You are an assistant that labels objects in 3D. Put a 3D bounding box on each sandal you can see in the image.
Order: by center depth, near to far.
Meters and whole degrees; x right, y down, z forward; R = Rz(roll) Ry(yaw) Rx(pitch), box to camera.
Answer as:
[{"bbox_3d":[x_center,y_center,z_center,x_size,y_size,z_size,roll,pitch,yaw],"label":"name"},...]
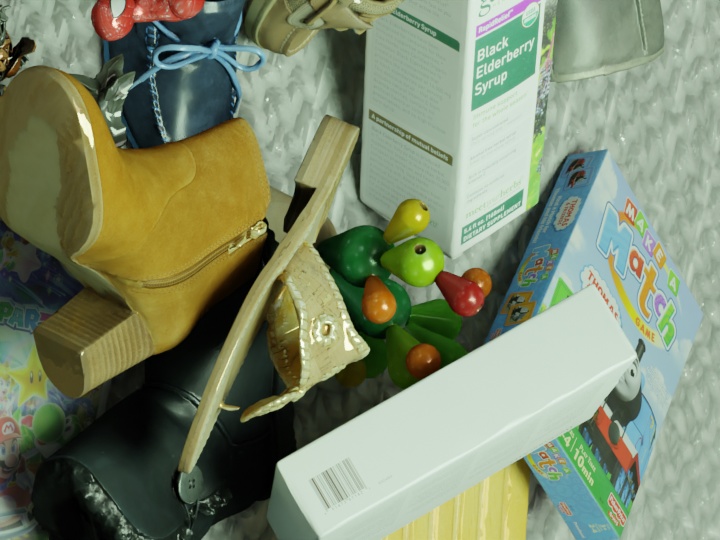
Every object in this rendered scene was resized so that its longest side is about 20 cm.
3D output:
[{"bbox_3d":[-0.023,0.019,1.315,0.069,0.078,0.213,22,64,1],"label":"sandal"}]

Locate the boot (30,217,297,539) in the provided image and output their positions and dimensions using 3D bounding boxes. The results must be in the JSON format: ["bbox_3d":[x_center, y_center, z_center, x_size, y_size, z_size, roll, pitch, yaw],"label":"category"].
[{"bbox_3d":[-0.106,0.069,1.349,0.168,0.076,0.202,-38,128,-50],"label":"boot"}]

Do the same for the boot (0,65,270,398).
[{"bbox_3d":[-0.106,-0.045,1.245,0.144,0.071,0.202,-40,144,-36],"label":"boot"}]

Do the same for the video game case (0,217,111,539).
[{"bbox_3d":[-0.194,0.069,1.331,0.143,0.018,0.202,17,81,-42],"label":"video game case"}]

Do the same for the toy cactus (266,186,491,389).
[{"bbox_3d":[0.000,0.000,1.428,0.165,0.200,0.103,36,80,2],"label":"toy cactus"}]

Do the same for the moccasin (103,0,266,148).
[{"bbox_3d":[-0.099,-0.142,1.369,0.080,0.068,0.202,-21,107,-40],"label":"moccasin"}]

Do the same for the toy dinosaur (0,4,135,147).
[{"bbox_3d":[-0.198,-0.069,1.277,0.135,0.102,0.202,3,97,-32],"label":"toy dinosaur"}]

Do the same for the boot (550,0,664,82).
[{"bbox_3d":[0.171,-0.235,1.613,0.181,0.072,0.201,-21,101,-26],"label":"boot"}]

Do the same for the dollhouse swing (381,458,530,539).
[{"bbox_3d":[0.074,0.212,1.500,0.199,0.181,0.177,-2,114,-42],"label":"dollhouse swing"}]

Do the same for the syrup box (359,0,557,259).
[{"bbox_3d":[0.056,-0.117,1.455,0.079,0.081,0.201,-33,142,-35],"label":"syrup box"}]

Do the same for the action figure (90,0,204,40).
[{"bbox_3d":[-0.081,-0.202,1.303,0.200,0.065,0.099,-49,125,-26],"label":"action figure"}]

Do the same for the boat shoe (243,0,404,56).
[{"bbox_3d":[-0.010,-0.156,1.370,0.064,0.200,0.071,41,68,0],"label":"boat shoe"}]

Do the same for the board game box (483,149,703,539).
[{"bbox_3d":[0.147,0.046,1.602,0.152,0.036,0.201,56,41,-30],"label":"board game box"}]

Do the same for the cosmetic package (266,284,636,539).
[{"bbox_3d":[0.046,0.093,1.399,0.199,0.151,0.052,-29,76,-12],"label":"cosmetic package"}]
